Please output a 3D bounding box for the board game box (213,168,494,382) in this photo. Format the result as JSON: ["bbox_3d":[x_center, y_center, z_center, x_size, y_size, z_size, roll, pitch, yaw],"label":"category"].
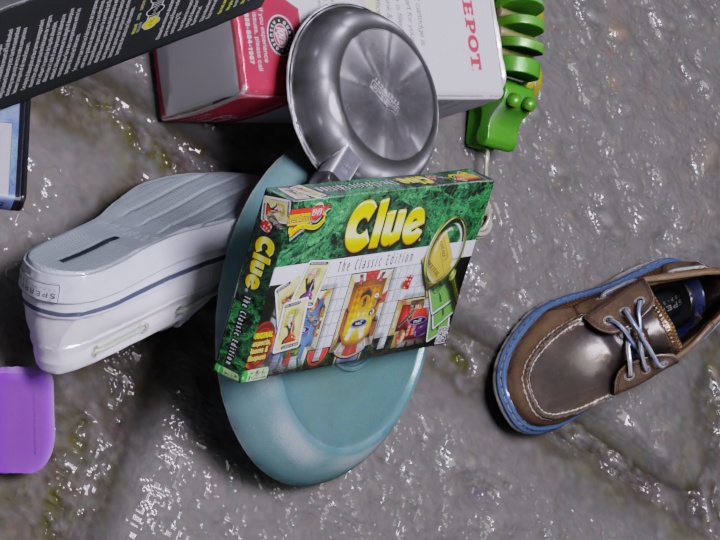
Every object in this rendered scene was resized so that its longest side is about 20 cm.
[{"bbox_3d":[0.000,0.000,1.445,0.200,0.023,0.105,-9,117,-55],"label":"board game box"}]

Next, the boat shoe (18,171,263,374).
[{"bbox_3d":[-0.115,0.000,1.445,0.200,0.074,0.067,-22,127,-47],"label":"boat shoe"}]

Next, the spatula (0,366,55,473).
[{"bbox_3d":[-0.237,0.077,1.342,0.200,0.021,0.057,1,82,-36],"label":"spatula"}]

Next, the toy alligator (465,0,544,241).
[{"bbox_3d":[0.090,-0.118,1.644,0.059,0.054,0.200,13,72,-38],"label":"toy alligator"}]

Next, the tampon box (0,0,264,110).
[{"bbox_3d":[-0.151,-0.181,1.286,0.200,0.126,0.150,-23,76,-23],"label":"tampon box"}]

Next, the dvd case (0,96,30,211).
[{"bbox_3d":[-0.260,-0.106,1.304,0.200,0.018,0.143,6,66,-15],"label":"dvd case"}]

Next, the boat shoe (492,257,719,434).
[{"bbox_3d":[0.163,0.038,1.660,0.200,0.072,0.072,-34,102,-40],"label":"boat shoe"}]

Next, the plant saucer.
[{"bbox_3d":[-0.012,0.024,1.498,0.200,0.027,0.200,-11,104,-55],"label":"plant saucer"}]

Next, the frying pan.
[{"bbox_3d":[-0.016,-0.078,1.447,0.190,0.031,0.115,-39,108,-45],"label":"frying pan"}]

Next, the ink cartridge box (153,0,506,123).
[{"bbox_3d":[-0.023,-0.161,1.537,0.200,0.086,0.148,-1,81,-42],"label":"ink cartridge box"}]
